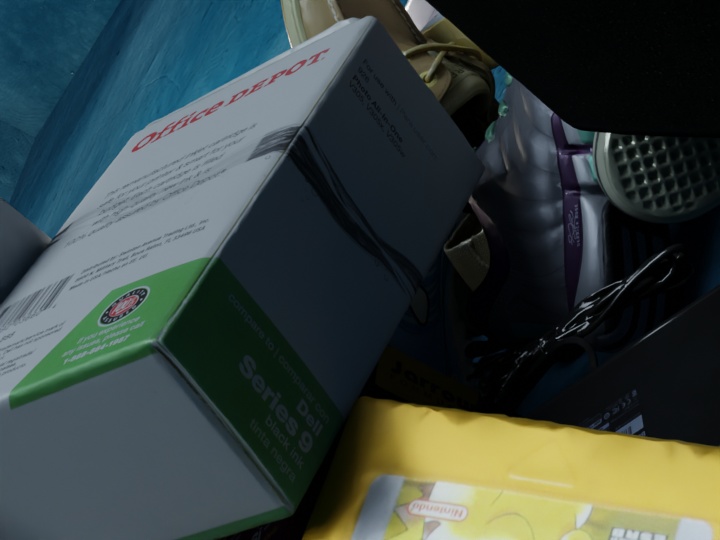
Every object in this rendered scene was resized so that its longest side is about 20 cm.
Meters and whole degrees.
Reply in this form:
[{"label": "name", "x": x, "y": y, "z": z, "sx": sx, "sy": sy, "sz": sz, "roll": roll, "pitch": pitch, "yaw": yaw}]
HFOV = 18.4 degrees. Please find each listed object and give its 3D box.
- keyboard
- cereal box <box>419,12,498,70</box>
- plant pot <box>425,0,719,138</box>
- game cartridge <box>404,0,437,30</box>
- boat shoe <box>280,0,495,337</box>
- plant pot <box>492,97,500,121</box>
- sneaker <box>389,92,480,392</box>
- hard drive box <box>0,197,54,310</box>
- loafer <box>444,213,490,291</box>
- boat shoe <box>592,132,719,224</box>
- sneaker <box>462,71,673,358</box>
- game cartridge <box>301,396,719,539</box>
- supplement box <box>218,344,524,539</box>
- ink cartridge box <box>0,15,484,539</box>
[{"label": "keyboard", "x": 0.087, "y": 0.049, "z": 0.773, "sx": 0.200, "sy": 0.021, "sz": 0.127, "roll": -36, "pitch": 32, "yaw": 24}, {"label": "cereal box", "x": 0.119, "y": -0.178, "z": 1.033, "sx": 0.200, "sy": 0.040, "sz": 0.144, "roll": -50, "pitch": 10, "yaw": -18}, {"label": "plant pot", "x": 0.108, "y": -0.157, "z": 0.728, "sx": 0.177, "sy": 0.200, "sz": 0.200, "roll": -22, "pitch": 40, "yaw": 46}, {"label": "game cartridge", "x": 0.095, "y": -0.207, "z": 1.182, "sx": 0.133, "sy": 0.040, "sz": 0.200, "roll": -39, "pitch": -13, "yaw": -49}, {"label": "boat shoe", "x": 0.032, "y": -0.071, "z": 1.018, "sx": 0.066, "sy": 0.200, "sz": 0.074, "roll": -30, "pitch": -2, "yaw": 39}, {"label": "plant pot", "x": -0.019, "y": -0.020, "z": 1.113, "sx": 0.200, "sy": 0.186, "sz": 0.186, "roll": -50, "pitch": 12, "yaw": -9}, {"label": "sneaker", "x": 0.000, "y": 0.000, "z": 0.962, "sx": 0.078, "sy": 0.201, "sz": 0.090, "roll": -4, "pitch": 14, "yaw": 36}, {"label": "hard drive box", "x": -0.138, "y": 0.082, "z": 0.890, "sx": 0.077, "sy": 0.200, "sz": 0.156, "roll": -15, "pitch": 49, "yaw": 36}, {"label": "loafer", "x": 0.101, "y": -0.066, "z": 0.940, "sx": 0.200, "sy": 0.067, "sz": 0.076, "roll": -64, "pitch": 14, "yaw": -2}, {"label": "boat shoe", "x": 0.144, "y": -0.100, "z": 0.849, "sx": 0.200, "sy": 0.075, "sz": 0.062, "roll": -62, "pitch": 8, "yaw": -20}, {"label": "sneaker", "x": 0.071, "y": -0.065, "z": 0.879, "sx": 0.087, "sy": 0.074, "sz": 0.201, "roll": -8, "pitch": 73, "yaw": 34}, {"label": "game cartridge", "x": 0.036, "y": 0.141, "z": 0.682, "sx": 0.176, "sy": 0.032, "sz": 0.200, "roll": 5, "pitch": 62, "yaw": 38}, {"label": "supplement box", "x": 0.002, "y": 0.126, "z": 0.855, "sx": 0.086, "sy": 0.110, "sz": 0.200, "roll": -52, "pitch": 17, "yaw": 34}, {"label": "ink cartridge box", "x": -0.057, "y": 0.010, "z": 0.829, "sx": 0.146, "sy": 0.084, "sz": 0.200, "roll": -22, "pitch": 26, "yaw": 40}]
